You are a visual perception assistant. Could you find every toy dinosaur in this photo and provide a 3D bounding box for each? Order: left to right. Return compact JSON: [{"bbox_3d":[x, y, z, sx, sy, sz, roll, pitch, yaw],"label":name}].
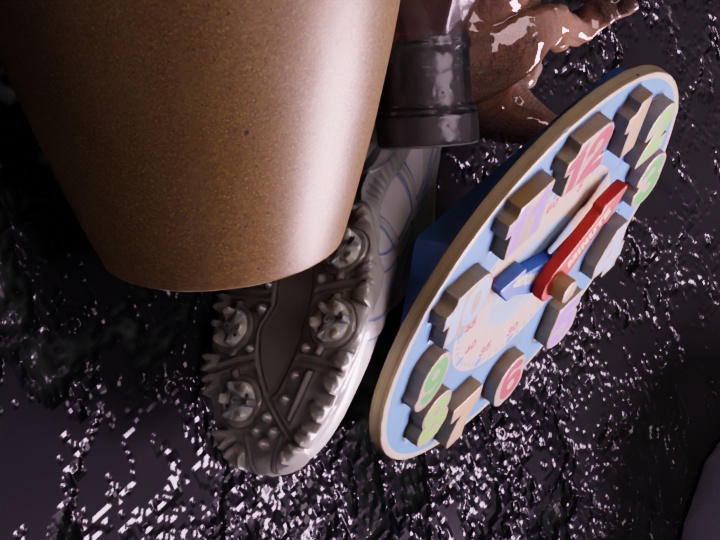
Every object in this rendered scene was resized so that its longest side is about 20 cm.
[{"bbox_3d":[0.046,-0.120,1.071,0.135,0.086,0.201,-34,116,-46],"label":"toy dinosaur"}]

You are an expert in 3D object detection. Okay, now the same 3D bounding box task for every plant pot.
[{"bbox_3d":[-0.058,-0.102,0.890,0.186,0.186,0.201,-31,122,-47],"label":"plant pot"}]

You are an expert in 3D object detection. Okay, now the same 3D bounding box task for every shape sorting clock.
[{"bbox_3d":[0.073,-0.001,1.039,0.200,0.039,0.200,-44,156,-25],"label":"shape sorting clock"}]

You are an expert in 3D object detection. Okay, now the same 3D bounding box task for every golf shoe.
[{"bbox_3d":[0.000,0.000,1.012,0.097,0.078,0.201,40,58,-47],"label":"golf shoe"}]

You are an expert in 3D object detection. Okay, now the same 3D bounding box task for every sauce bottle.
[{"bbox_3d":[0.021,-0.148,0.954,0.066,0.066,0.201,-9,96,-50],"label":"sauce bottle"}]

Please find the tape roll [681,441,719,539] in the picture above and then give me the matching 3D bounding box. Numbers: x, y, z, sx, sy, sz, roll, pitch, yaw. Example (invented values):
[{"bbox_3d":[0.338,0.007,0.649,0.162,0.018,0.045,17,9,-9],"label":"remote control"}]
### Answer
[{"bbox_3d":[0.246,0.172,1.285,0.200,0.066,0.201,8,80,-48],"label":"tape roll"}]
